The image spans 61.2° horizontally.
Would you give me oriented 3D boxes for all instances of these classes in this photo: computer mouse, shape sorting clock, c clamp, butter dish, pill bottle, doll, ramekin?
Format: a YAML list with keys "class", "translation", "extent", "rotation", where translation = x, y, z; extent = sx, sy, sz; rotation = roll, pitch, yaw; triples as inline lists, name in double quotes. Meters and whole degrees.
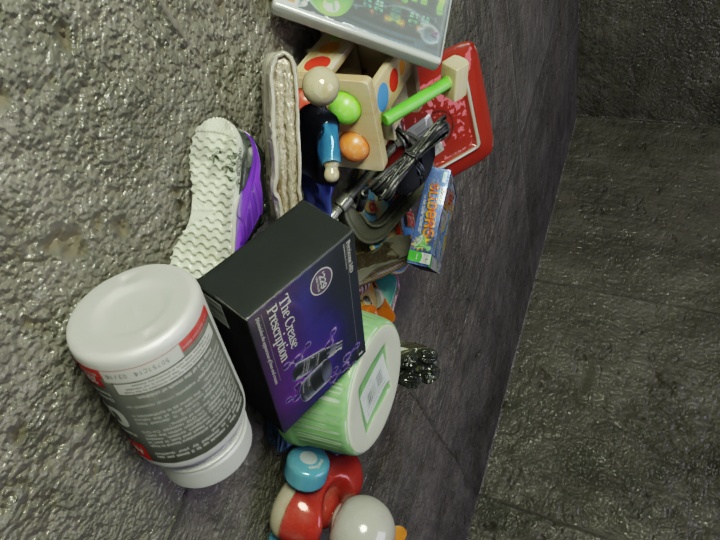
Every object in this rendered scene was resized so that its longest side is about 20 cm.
- class: "computer mouse"
  translation: [0.048, -0.110, 0.766]
  extent: [0.140, 0.046, 0.200]
  rotation: [-44, -176, -9]
- class: "shape sorting clock"
  translation: [0.047, -0.095, 1.001]
  extent: [0.200, 0.039, 0.203]
  rotation: [-10, 90, -67]
- class: "c clamp"
  translation: [0.027, -0.126, 0.875]
  extent: [0.200, 0.027, 0.172]
  rotation: [-45, 132, -14]
- class: "butter dish"
  translation: [0.090, -0.246, 0.970]
  extent: [0.198, 0.148, 0.201]
  rotation: [-30, 129, -10]
- class: "pill bottle"
  translation: [-0.172, 0.105, 0.558]
  extent: [0.114, 0.112, 0.202]
  rotation: [-56, 147, -41]
- class: "doll"
  translation: [-0.049, -0.126, 0.676]
  extent: [0.048, 0.137, 0.202]
  rotation: [-13, 132, -19]
- class: "ramekin"
  translation: [-0.021, 0.144, 0.808]
  extent: [0.200, 0.096, 0.203]
  rotation: [11, 90, -67]

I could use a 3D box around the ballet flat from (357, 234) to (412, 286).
- class: "ballet flat"
  translation: [0.000, 0.000, 0.891]
  extent: [0.198, 0.067, 0.047]
  rotation: [-23, 146, -31]

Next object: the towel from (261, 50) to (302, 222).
- class: "towel"
  translation: [-0.088, -0.132, 0.664]
  extent: [0.133, 0.034, 0.203]
  rotation: [-127, -146, -67]

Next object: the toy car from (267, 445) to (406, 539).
- class: "toy car"
  translation: [-0.011, 0.348, 0.871]
  extent: [0.177, 0.198, 0.186]
  rotation: [-32, 142, -59]

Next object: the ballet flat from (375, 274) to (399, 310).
- class: "ballet flat"
  translation: [0.021, 0.097, 1.055]
  extent: [0.071, 0.068, 0.203]
  rotation: [113, -7, -78]

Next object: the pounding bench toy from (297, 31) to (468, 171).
- class: "pounding bench toy"
  translation: [0.020, -0.211, 0.745]
  extent: [0.125, 0.198, 0.157]
  rotation: [74, 35, -46]

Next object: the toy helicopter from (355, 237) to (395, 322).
- class: "toy helicopter"
  translation: [0.007, 0.016, 0.974]
  extent: [0.132, 0.078, 0.203]
  rotation: [16, 73, -60]

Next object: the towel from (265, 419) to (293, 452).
- class: "towel"
  translation: [-0.084, 0.138, 0.845]
  extent: [0.111, 0.048, 0.203]
  rotation: [-26, 123, -62]

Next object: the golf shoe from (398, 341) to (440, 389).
- class: "golf shoe"
  translation: [0.024, 0.153, 0.972]
  extent: [0.095, 0.197, 0.079]
  rotation: [-130, -138, -76]

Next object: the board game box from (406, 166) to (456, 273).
- class: "board game box"
  translation: [0.111, -0.068, 0.920]
  extent: [0.200, 0.034, 0.137]
  rotation: [11, 92, -78]

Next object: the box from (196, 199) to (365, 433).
- class: "box"
  translation: [-0.070, 0.052, 0.631]
  extent: [0.141, 0.078, 0.201]
  rotation: [-44, 148, -29]

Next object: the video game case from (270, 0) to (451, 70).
- class: "video game case"
  translation: [0.014, -0.343, 0.694]
  extent: [0.023, 0.197, 0.184]
  rotation: [148, -45, -71]

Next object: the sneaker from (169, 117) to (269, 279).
- class: "sneaker"
  translation: [-0.134, -0.046, 0.633]
  extent: [0.099, 0.069, 0.203]
  rotation: [6, 95, -69]
